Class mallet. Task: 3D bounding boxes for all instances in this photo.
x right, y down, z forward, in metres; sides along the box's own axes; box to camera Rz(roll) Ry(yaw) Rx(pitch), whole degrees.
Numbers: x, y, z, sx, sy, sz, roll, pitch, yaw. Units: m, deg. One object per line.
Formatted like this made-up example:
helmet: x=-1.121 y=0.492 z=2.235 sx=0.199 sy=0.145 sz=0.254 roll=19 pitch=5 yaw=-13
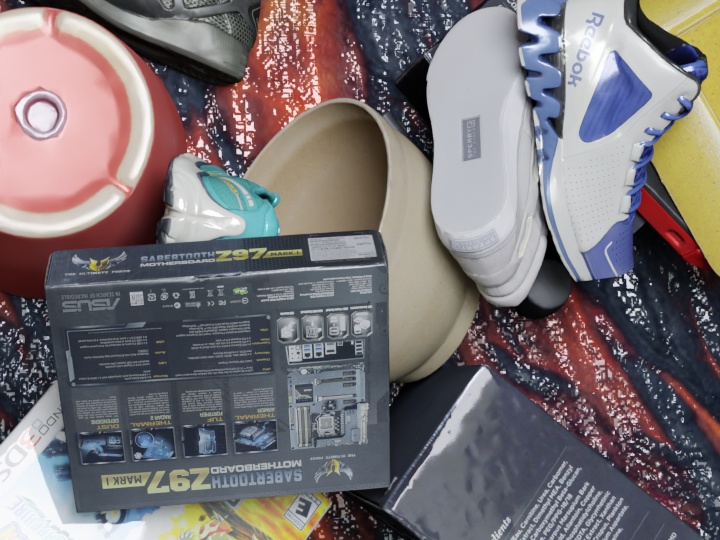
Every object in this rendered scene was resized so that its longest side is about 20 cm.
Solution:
mallet: x=0.084 y=-0.044 z=1.002 sx=0.041 sy=0.066 sz=0.200 roll=-42 pitch=93 yaw=-9

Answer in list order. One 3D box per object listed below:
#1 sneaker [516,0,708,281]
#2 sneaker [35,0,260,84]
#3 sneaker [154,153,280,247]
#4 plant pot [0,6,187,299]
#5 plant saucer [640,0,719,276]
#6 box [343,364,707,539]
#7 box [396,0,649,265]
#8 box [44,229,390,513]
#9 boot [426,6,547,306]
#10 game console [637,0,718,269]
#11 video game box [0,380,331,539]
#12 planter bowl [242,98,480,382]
sneaker: x=0.173 y=-0.093 z=0.867 sx=0.114 sy=0.081 sz=0.202 roll=-7 pitch=108 yaw=22
sneaker: x=-0.160 y=-0.223 z=0.965 sx=0.197 sy=0.076 sz=0.116 roll=20 pitch=80 yaw=-15
sneaker: x=-0.092 y=-0.031 z=0.880 sx=0.078 sy=0.200 sz=0.079 roll=11 pitch=95 yaw=-8
plant pot: x=-0.210 y=-0.085 z=0.896 sx=0.197 sy=0.177 sz=0.204 roll=1 pitch=85 yaw=-10
plant saucer: x=0.286 y=-0.128 z=0.926 sx=0.199 sy=0.048 sz=0.202 roll=-31 pitch=90 yaw=-16
box: x=0.105 y=0.169 z=0.924 sx=0.199 sy=0.197 sz=0.118 roll=38 pitch=80 yaw=-5
box: x=0.162 y=-0.131 z=1.003 sx=0.182 sy=0.104 sz=0.201 roll=-40 pitch=94 yaw=-10
box: x=-0.080 y=0.061 z=0.800 sx=0.197 sy=0.051 sz=0.160 roll=-4 pitch=117 yaw=-4
boot: x=0.088 y=-0.075 z=0.900 sx=0.073 sy=0.096 sz=0.202 roll=-5 pitch=55 yaw=21
game console: x=0.240 y=-0.122 z=0.954 sx=0.200 sy=0.031 sz=0.177 roll=44 pitch=75 yaw=-6
video game box: x=-0.148 y=0.162 z=0.880 sx=0.200 sy=0.047 sz=0.183 roll=41 pitch=67 yaw=-5
planter bowl: x=0.000 y=0.000 z=0.935 sx=0.134 sy=0.199 sz=0.203 roll=26 pitch=81 yaw=-35
